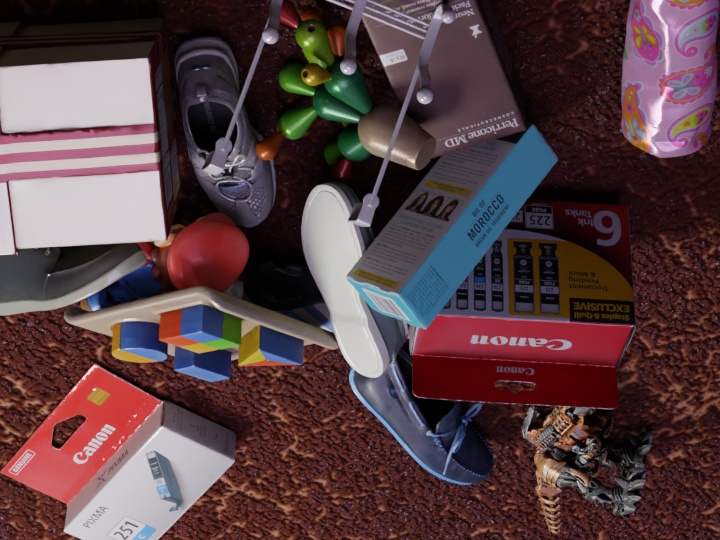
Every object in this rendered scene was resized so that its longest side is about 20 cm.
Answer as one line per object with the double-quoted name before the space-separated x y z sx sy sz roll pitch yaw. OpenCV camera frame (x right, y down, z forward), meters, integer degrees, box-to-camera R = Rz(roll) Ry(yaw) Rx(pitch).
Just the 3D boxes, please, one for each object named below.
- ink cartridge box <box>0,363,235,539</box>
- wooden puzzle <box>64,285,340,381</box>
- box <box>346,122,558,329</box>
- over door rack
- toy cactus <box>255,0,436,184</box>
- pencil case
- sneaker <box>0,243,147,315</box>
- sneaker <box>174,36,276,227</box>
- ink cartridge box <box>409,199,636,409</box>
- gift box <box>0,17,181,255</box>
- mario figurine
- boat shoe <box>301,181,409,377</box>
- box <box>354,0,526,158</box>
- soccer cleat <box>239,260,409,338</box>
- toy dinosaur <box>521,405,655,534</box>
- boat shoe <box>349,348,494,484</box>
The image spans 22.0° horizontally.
"ink cartridge box" -0.257 0.206 1.943 0.176 0.045 0.200 28 124 -23
"wooden puzzle" -0.148 0.065 1.724 0.199 0.047 0.185 -7 161 38
"box" 0.081 -0.046 1.634 0.200 0.082 0.049 -51 125 -15
"over door rack" -0.023 -0.143 1.499 0.147 0.067 0.201 20 100 -12
"toy cactus" -0.014 -0.135 1.597 0.165 0.102 0.201 31 147 25
"pencil case" 0.267 -0.196 1.583 0.087 0.088 0.201 -3 129 2
"sneaker" -0.284 -0.024 1.677 0.199 0.075 0.107 -12 104 40
"sneaker" -0.127 -0.107 1.652 0.074 0.082 0.201 -11 132 10
"ink cartridge box" 0.147 0.028 1.699 0.199 0.176 0.084 3 149 -3
"gift box" -0.253 -0.102 1.563 0.186 0.185 0.201 -2 105 0
"mario figurine" -0.183 -0.015 1.732 0.199 0.107 0.123 -10 168 35
"boat shoe" 0.000 0.000 1.694 0.073 0.062 0.201 11 127 40
"box" 0.065 -0.200 1.584 0.100 0.075 0.200 -17 130 14
"soccer cleat" -0.024 0.034 1.794 0.199 0.070 0.086 9 151 -10
"toy dinosaur" 0.229 0.191 1.922 0.135 0.103 0.200 16 148 5
"boat shoe" 0.073 0.150 1.870 0.068 0.084 0.200 -28 128 35
